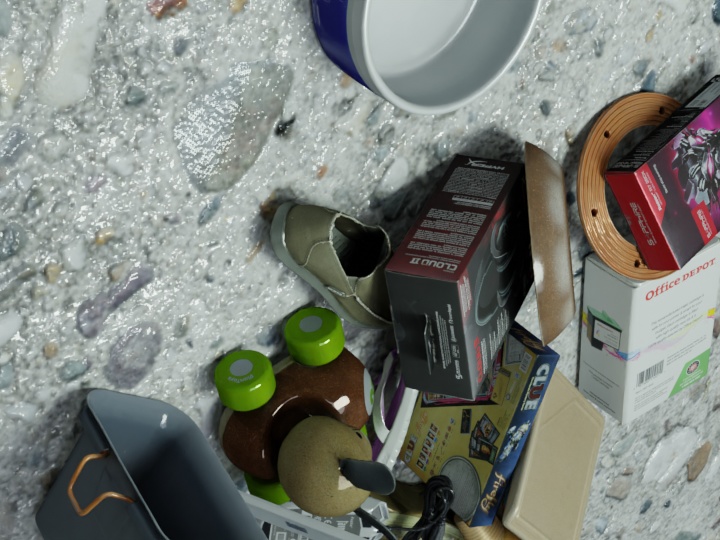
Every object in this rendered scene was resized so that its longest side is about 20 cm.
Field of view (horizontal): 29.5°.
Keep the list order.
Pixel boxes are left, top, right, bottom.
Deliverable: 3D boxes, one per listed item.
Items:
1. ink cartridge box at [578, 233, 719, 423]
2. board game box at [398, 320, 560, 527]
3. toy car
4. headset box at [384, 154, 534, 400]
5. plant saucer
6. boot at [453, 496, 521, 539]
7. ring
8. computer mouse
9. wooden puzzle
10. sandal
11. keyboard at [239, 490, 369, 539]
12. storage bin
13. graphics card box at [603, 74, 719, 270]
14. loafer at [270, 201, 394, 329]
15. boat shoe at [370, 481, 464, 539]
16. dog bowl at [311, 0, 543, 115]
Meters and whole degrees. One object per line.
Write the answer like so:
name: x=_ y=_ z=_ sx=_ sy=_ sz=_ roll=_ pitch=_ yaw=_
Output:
ink cartridge box: x=0.333 y=0.054 z=1.578 sx=0.144 sy=0.084 sz=0.201 roll=-25 pitch=131 yaw=-28
board game box: x=0.118 y=0.141 z=1.406 sx=0.035 sy=0.135 sz=0.201 roll=3 pitch=115 yaw=-38
toy car: x=-0.021 y=0.164 z=1.249 sx=0.158 sy=0.200 sz=0.165 roll=-32 pitch=134 yaw=-22
headset box: x=0.094 y=0.011 z=1.282 sx=0.200 sy=0.077 sz=0.149 roll=-58 pitch=148 yaw=-43
plant saucer: x=0.185 y=-0.027 z=1.326 sx=0.036 sy=0.201 sz=0.201 roll=-4 pitch=131 yaw=10
boot: x=0.184 y=0.281 z=1.531 sx=0.144 sy=0.071 sz=0.201 roll=57 pitch=42 yaw=-13
ring: x=0.304 y=-0.089 z=1.459 sx=0.200 sy=0.019 sz=0.201 roll=-3 pitch=96 yaw=-32
computer mouse: x=-0.009 y=0.250 z=1.394 sx=0.199 sy=0.044 sz=0.110 roll=5 pitch=126 yaw=-10
wooden puzzle: x=0.205 y=0.211 z=1.468 sx=0.200 sy=0.037 sz=0.186 roll=47 pitch=54 yaw=-51
sandal: x=0.028 y=0.133 z=1.381 sx=0.050 sy=0.083 sz=0.203 roll=15 pitch=111 yaw=-1
keyboard: x=-0.060 y=0.234 z=1.269 sx=0.056 sy=0.199 sz=0.011 roll=69 pitch=43 yaw=-61
storage bin: x=-0.193 y=0.218 z=1.148 sx=0.145 sy=0.200 sz=0.135 roll=19 pitch=113 yaw=-46
graphics card box: x=0.359 y=-0.106 z=1.453 sx=0.200 sy=0.051 sz=0.126 roll=-39 pitch=112 yaw=-25
loafer: x=0.000 y=0.000 z=1.240 sx=0.200 sy=0.069 sz=0.076 roll=32 pitch=64 yaw=-47
boat shoe: x=0.062 y=0.280 z=1.501 sx=0.200 sy=0.073 sz=0.063 roll=20 pitch=114 yaw=-46
dog bowl: x=0.059 y=-0.237 z=1.145 sx=0.200 sy=0.079 sz=0.201 roll=-22 pitch=129 yaw=-29
